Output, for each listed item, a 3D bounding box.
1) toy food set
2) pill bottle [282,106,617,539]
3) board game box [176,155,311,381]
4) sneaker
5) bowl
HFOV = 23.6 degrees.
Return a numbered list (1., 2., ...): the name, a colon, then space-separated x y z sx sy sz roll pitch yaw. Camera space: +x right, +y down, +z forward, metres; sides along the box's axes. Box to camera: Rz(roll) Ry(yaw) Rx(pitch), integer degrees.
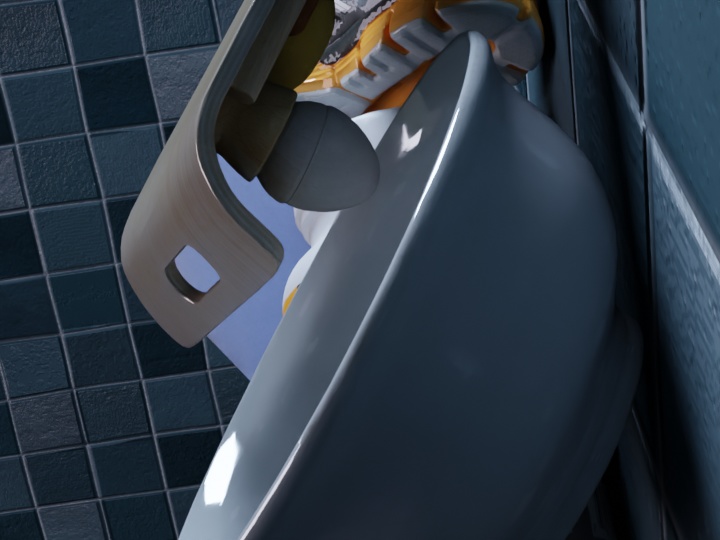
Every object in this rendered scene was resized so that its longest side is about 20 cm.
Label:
1. toy food set: -0.008 -0.078 0.558 0.201 0.060 0.143 -64 9 -18
2. pill bottle: 0.030 0.046 0.662 0.116 0.116 0.201 82 179 -68
3. board game box: 0.000 0.000 0.801 0.039 0.200 0.158 -23 -27 -53
4. sneaker: 0.004 -0.096 0.702 0.200 0.078 0.078 -19 60 48
5. bowl: 0.023 0.037 0.519 0.202 0.090 0.201 -60 7 12
